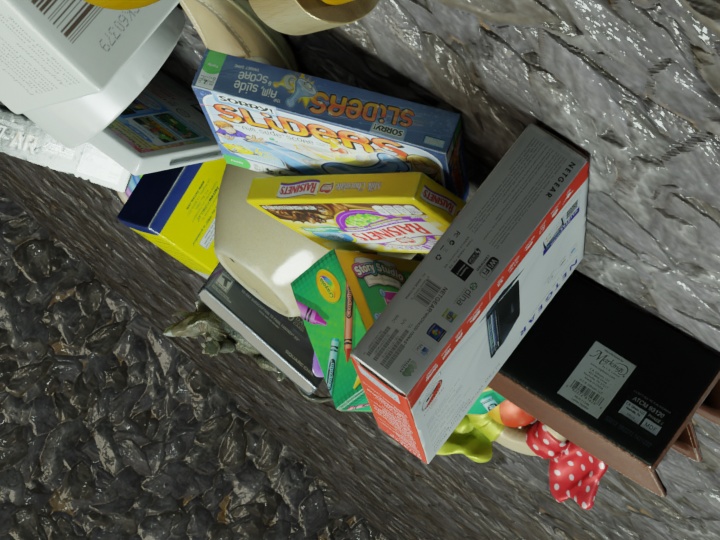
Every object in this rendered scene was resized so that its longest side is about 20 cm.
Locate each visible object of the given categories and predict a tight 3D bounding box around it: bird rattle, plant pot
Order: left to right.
[{"bbox_3d":[-0.057,-0.039,1.399,0.200,0.135,0.200,38,168,10],"label":"plant pot"},{"bbox_3d":[0.156,0.146,1.520,0.199,0.113,0.164,25,145,40],"label":"bird rattle"}]

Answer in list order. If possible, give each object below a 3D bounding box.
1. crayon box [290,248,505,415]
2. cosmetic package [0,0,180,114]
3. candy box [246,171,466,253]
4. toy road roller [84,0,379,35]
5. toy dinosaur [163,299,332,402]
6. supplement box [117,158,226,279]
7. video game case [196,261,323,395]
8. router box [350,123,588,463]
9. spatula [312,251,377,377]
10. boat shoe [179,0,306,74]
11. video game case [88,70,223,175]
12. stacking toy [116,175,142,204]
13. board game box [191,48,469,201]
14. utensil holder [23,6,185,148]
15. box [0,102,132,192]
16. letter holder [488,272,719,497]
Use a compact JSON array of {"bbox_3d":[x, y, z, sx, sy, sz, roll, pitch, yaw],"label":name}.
[{"bbox_3d":[0.043,0.055,1.291,0.199,0.058,0.120,8,-127,-48],"label":"crayon box"},{"bbox_3d":[-0.228,-0.233,1.112,0.165,0.166,0.199,45,160,-23],"label":"cosmetic package"},{"bbox_3d":[0.009,-0.043,1.193,0.102,0.027,0.199,28,163,-38],"label":"candy box"},{"bbox_3d":[-0.096,-0.199,0.932,0.200,0.146,0.123,44,167,-18],"label":"toy road roller"},{"bbox_3d":[-0.107,0.070,1.598,0.198,0.078,0.102,20,-171,2],"label":"toy dinosaur"},{"bbox_3d":[-0.132,-0.042,1.594,0.199,0.110,0.109,36,171,-26],"label":"supplement box"},{"bbox_3d":[-0.062,0.008,1.491,0.143,0.201,0.019,42,132,-11],"label":"video game case"},{"bbox_3d":[0.081,0.021,1.062,0.049,0.201,0.180,34,168,18],"label":"router box"},{"bbox_3d":[0.000,0.000,1.328,0.056,0.202,0.021,-2,-151,-34],"label":"spatula"},{"bbox_3d":[-0.090,-0.157,1.242,0.072,0.065,0.200,25,161,47],"label":"boat shoe"},{"bbox_3d":[-0.227,-0.160,1.477,0.199,0.024,0.182,35,-154,21],"label":"video game case"},{"bbox_3d":[-0.219,-0.120,1.743,0.085,0.086,0.200,42,160,-10],"label":"stacking toy"},{"bbox_3d":[-0.019,-0.099,1.166,0.198,0.035,0.136,16,161,13],"label":"board game box"},{"bbox_3d":[-0.272,-0.227,1.299,0.200,0.170,0.170,43,167,-24],"label":"utensil holder"},{"bbox_3d":[-0.308,-0.155,1.471,0.198,0.044,0.161,19,-155,-14],"label":"box"},{"bbox_3d":[0.187,0.090,1.224,0.199,0.101,0.142,32,167,30],"label":"letter holder"}]
